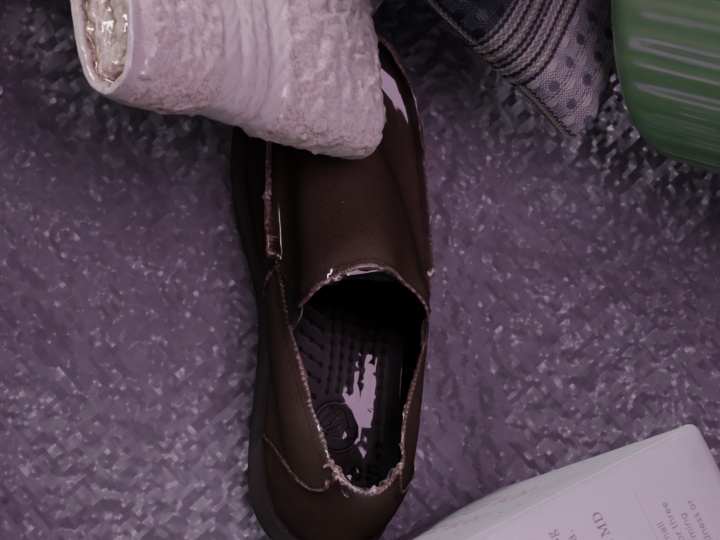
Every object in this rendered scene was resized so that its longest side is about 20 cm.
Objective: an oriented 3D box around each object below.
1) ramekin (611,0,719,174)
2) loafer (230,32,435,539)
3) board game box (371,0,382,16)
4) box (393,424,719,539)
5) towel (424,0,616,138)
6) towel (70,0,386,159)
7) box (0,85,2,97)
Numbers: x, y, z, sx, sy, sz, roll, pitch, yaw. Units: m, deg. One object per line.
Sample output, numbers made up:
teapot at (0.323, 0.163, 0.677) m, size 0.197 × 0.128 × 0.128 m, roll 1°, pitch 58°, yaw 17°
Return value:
ramekin at (0.170, -0.122, 0.951) m, size 0.097 × 0.200 × 0.200 m, roll 13°, pitch 66°, yaw 26°
loafer at (0.000, 0.000, 0.916) m, size 0.073 × 0.071 × 0.201 m, roll 2°, pitch 77°, yaw -22°
board game box at (-0.005, -0.207, 0.986) m, size 0.134 × 0.034 × 0.200 m, roll 36°, pitch 66°, yaw -11°
box at (0.021, 0.147, 0.844) m, size 0.200 × 0.152 × 0.107 m, roll -24°, pitch 88°, yaw -25°
towel at (0.056, -0.183, 0.941) m, size 0.192 × 0.034 × 0.200 m, roll 42°, pitch 63°, yaw -28°
towel at (-0.048, -0.140, 0.875) m, size 0.132 × 0.034 × 0.201 m, roll 11°, pitch 64°, yaw -47°
box at (-0.232, -0.064, 0.767) m, size 0.200 × 0.197 × 0.117 m, roll 47°, pitch 64°, yaw -5°
